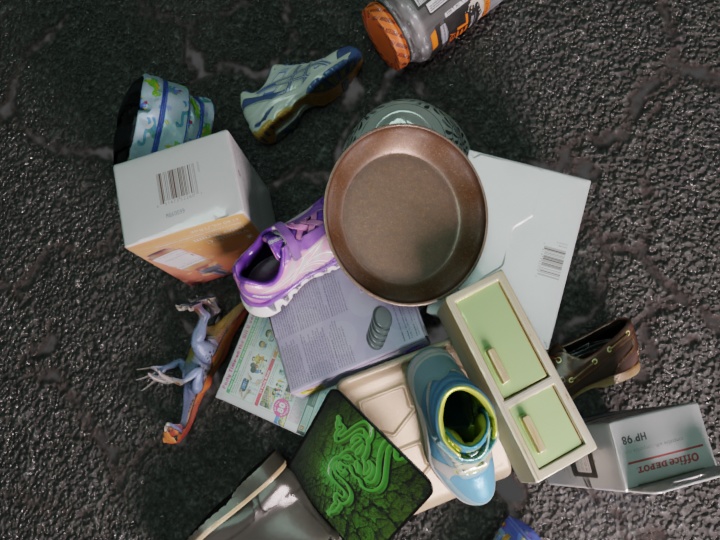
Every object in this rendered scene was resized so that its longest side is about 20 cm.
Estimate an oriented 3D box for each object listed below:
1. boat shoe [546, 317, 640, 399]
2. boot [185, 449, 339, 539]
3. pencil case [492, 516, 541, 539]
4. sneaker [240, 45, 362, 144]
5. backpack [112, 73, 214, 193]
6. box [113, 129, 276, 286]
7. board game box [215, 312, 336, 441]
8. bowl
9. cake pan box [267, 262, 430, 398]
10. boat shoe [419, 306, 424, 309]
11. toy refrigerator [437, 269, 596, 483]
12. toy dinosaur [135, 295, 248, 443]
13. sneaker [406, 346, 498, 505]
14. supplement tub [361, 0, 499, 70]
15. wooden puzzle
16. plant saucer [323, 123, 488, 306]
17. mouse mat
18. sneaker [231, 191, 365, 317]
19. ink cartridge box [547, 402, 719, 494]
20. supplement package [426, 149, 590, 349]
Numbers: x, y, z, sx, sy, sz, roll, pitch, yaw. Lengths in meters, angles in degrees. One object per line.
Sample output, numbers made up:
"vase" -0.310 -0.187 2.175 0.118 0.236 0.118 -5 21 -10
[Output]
"boat shoe" 0.251 0.119 0.745 0.195 0.071 0.072 -24 115 -7
"boot" -0.136 0.350 0.760 0.200 0.077 0.139 -43 87 5
"pencil case" 0.154 0.395 0.703 0.086 0.078 0.203 30 83 42
"sneaker" -0.091 -0.279 0.884 0.197 0.075 0.089 -35 75 -2
"backpack" -0.274 -0.183 0.825 0.149 0.200 0.169 14 78 -9
"box" -0.201 -0.071 0.788 0.147 0.200 0.110 -16 74 3
"board game box" -0.071 0.136 0.798 0.195 0.064 0.152 21 80 10
"bowl" 0.060 -0.158 0.828 0.193 0.094 0.208 -1 78 6
"cake pan box" -0.028 0.029 0.748 0.179 0.052 0.205 -23 70 6
"boat shoe" 0.000 0.001 0.812 0.195 0.072 0.072 17 80 11
"toy refrigerator" 0.161 0.111 0.644 0.074 0.070 0.205 -22 75 -8
"toy dinosaur" -0.215 0.134 0.809 0.193 0.105 0.189 -5 97 -6
"sneaker" 0.114 0.196 0.658 0.078 0.131 0.205 -26 105 -5
"supplement tub" 0.105 -0.386 0.856 0.198 0.123 0.124 -37 76 -1
"wooden puzzle" 0.078 0.191 0.741 0.180 0.046 0.206 -18 103 -7
"plant saucer" 0.050 -0.062 0.692 0.193 0.037 0.208 1 85 -13
"mouse mat" -0.011 0.252 0.724 0.160 0.007 0.203 41 128 16
"sneaker" -0.072 -0.031 0.704 0.199 0.089 0.081 -40 65 -2
"ink cartridge box" 0.291 0.191 0.655 0.112 0.200 0.069 -8 75 -14
"supplement package" 0.182 -0.022 0.763 0.151 0.111 0.207 16 87 10
